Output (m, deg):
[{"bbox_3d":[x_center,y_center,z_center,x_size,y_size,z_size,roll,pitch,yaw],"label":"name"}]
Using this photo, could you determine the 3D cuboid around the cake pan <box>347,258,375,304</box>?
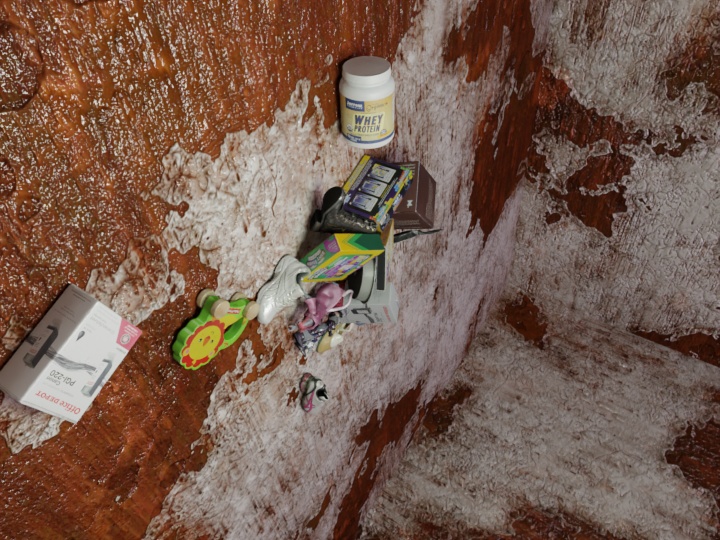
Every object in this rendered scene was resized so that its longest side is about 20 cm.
[{"bbox_3d":[0.000,0.000,1.738,0.036,0.200,0.201,3,116,-16],"label":"cake pan"}]

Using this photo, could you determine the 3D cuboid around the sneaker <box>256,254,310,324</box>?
[{"bbox_3d":[-0.202,0.058,1.527,0.201,0.099,0.078,-62,155,-11],"label":"sneaker"}]

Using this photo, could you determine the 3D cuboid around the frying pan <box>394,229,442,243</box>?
[{"bbox_3d":[0.160,-0.114,1.878,0.115,0.189,0.031,-25,100,-46],"label":"frying pan"}]

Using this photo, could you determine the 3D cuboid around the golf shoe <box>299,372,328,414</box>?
[{"bbox_3d":[-0.152,0.435,1.955,0.073,0.092,0.201,-49,151,-36],"label":"golf shoe"}]

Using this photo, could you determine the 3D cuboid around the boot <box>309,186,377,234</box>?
[{"bbox_3d":[-0.031,-0.143,1.574,0.200,0.173,0.070,-45,-144,51],"label":"boot"}]

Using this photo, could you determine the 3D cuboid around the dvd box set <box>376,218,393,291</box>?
[{"bbox_3d":[0.074,-0.052,1.730,0.200,0.029,0.147,-72,165,-59],"label":"dvd box set"}]

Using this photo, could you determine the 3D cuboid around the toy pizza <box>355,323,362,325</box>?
[{"bbox_3d":[0.025,0.106,2.104,0.200,0.032,0.201,-46,149,-38],"label":"toy pizza"}]

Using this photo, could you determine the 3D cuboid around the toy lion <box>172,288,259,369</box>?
[{"bbox_3d":[-0.349,0.144,1.363,0.193,0.068,0.200,-63,156,7],"label":"toy lion"}]

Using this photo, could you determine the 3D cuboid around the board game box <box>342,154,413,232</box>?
[{"bbox_3d":[0.036,-0.228,1.685,0.201,0.165,0.057,-58,154,-20],"label":"board game box"}]

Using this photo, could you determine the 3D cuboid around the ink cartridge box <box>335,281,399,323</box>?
[{"bbox_3d":[0.017,0.107,1.873,0.145,0.199,0.084,65,27,-57],"label":"ink cartridge box"}]

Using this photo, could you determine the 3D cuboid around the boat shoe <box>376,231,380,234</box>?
[{"bbox_3d":[0.052,-0.090,1.900,0.064,0.070,0.200,-61,178,-26],"label":"boat shoe"}]

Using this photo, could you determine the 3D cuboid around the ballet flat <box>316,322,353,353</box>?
[{"bbox_3d":[-0.072,0.204,1.952,0.200,0.063,0.069,-56,154,-23],"label":"ballet flat"}]

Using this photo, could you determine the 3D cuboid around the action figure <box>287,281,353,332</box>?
[{"bbox_3d":[-0.127,0.127,1.697,0.200,0.148,0.135,-57,163,-52],"label":"action figure"}]

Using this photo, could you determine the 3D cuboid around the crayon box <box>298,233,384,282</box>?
[{"bbox_3d":[-0.062,-0.035,1.598,0.172,0.059,0.200,-2,156,-45],"label":"crayon box"}]

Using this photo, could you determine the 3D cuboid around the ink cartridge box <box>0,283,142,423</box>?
[{"bbox_3d":[-0.507,0.149,1.013,0.201,0.084,0.146,-57,153,-17],"label":"ink cartridge box"}]

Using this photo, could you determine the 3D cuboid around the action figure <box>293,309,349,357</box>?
[{"bbox_3d":[-0.112,0.180,1.796,0.200,0.069,0.130,-35,162,-19],"label":"action figure"}]

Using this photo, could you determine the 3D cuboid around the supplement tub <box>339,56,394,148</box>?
[{"bbox_3d":[0.018,-0.437,1.501,0.144,0.144,0.201,-47,148,-37],"label":"supplement tub"}]

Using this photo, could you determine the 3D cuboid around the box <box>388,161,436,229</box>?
[{"bbox_3d":[0.136,-0.233,1.835,0.200,0.165,0.165,27,67,-65],"label":"box"}]
